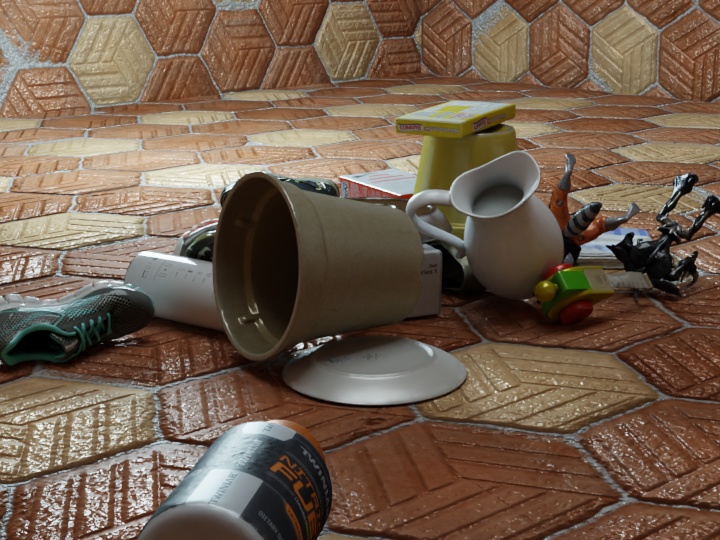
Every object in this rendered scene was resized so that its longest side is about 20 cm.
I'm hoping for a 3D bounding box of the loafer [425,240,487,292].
[{"bbox_3d":[0.092,-0.017,1.685,0.199,0.077,0.067,11,12,38],"label":"loafer"}]

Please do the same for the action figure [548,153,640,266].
[{"bbox_3d":[0.235,-0.058,1.648,0.199,0.194,0.105,29,33,-15],"label":"action figure"}]

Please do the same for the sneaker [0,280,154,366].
[{"bbox_3d":[-0.325,0.070,1.420,0.198,0.078,0.091,-10,33,-20],"label":"sneaker"}]

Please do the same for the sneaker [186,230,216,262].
[{"bbox_3d":[-0.170,-0.036,1.593,0.076,0.089,0.200,24,-13,-4],"label":"sneaker"}]

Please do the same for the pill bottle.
[{"bbox_3d":[-0.081,0.174,0.902,0.105,0.107,0.200,2,15,11],"label":"pill bottle"}]

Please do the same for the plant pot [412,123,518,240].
[{"bbox_3d":[0.159,-0.113,1.824,0.199,0.191,0.201,0,15,0],"label":"plant pot"}]

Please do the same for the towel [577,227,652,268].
[{"bbox_3d":[0.363,-0.037,1.852,0.145,0.024,0.200,2,15,7],"label":"towel"}]

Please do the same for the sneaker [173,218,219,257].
[{"bbox_3d":[-0.162,-0.028,1.749,0.199,0.078,0.082,-12,25,-34],"label":"sneaker"}]

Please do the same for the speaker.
[{"bbox_3d":[-0.189,0.028,1.518,0.199,0.082,0.081,9,18,34],"label":"speaker"}]

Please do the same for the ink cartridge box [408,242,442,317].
[{"bbox_3d":[0.000,0.000,1.605,0.144,0.085,0.200,-6,15,-20],"label":"ink cartridge box"}]

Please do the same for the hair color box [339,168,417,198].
[{"bbox_3d":[0.061,-0.120,2.106,0.110,0.065,0.200,-10,19,-28],"label":"hair color box"}]

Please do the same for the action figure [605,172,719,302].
[{"bbox_3d":[0.399,-0.028,1.665,0.118,0.102,0.200,34,70,19],"label":"action figure"}]

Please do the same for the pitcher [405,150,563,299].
[{"bbox_3d":[0.156,-0.046,1.544,0.170,0.200,0.122,-8,56,16],"label":"pitcher"}]

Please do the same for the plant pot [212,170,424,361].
[{"bbox_3d":[-0.038,-0.004,1.388,0.182,0.202,0.200,0,12,-33],"label":"plant pot"}]

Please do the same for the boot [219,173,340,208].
[{"bbox_3d":[-0.139,-0.106,2.048,0.202,0.074,0.154,-1,18,4],"label":"boot"}]

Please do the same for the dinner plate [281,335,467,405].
[{"bbox_3d":[0.015,0.100,1.349,0.198,0.024,0.200,-2,14,0],"label":"dinner plate"}]

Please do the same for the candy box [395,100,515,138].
[{"bbox_3d":[0.138,-0.217,1.794,0.101,0.027,0.200,10,18,27],"label":"candy box"}]

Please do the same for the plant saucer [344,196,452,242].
[{"bbox_3d":[0.021,-0.068,1.640,0.198,0.032,0.200,1,13,0],"label":"plant saucer"}]

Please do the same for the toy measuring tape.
[{"bbox_3d":[0.275,0.029,1.539,0.199,0.074,0.073,0,11,-42],"label":"toy measuring tape"}]
